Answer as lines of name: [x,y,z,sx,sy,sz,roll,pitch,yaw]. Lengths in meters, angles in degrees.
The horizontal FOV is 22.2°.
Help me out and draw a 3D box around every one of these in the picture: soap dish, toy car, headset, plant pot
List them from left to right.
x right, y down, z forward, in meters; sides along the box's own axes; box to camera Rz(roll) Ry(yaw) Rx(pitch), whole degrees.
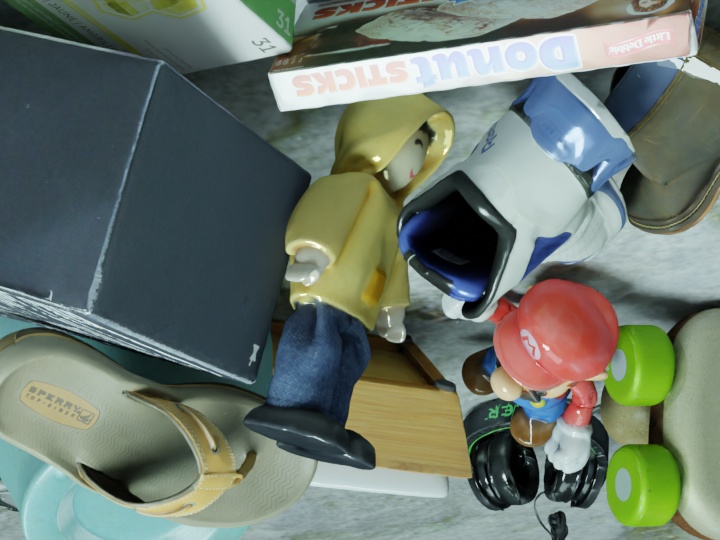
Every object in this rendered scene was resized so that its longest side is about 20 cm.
plant pot: [-0.138,0.069,1.069,0.198,0.189,0.201,-8,133,-9]
soap dish: [-0.032,0.089,1.276,0.198,0.082,0.157,9,-168,-15]
headset: [0.150,0.178,1.535,0.122,0.095,0.201,-3,146,15]
toy car: [0.223,0.115,1.318,0.163,0.159,0.200,2,171,-20]

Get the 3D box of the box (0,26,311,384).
box: [-0.155,-0.037,0.897,0.197,0.124,0.200,15,173,20]

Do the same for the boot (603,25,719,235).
boot: [0.159,-0.081,0.953,0.096,0.075,0.200,31,159,-8]

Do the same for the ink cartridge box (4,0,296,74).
ink cartridge box: [-0.066,-0.148,0.809,0.198,0.048,0.145,-7,156,29]

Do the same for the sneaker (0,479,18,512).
sneaker: [-0.273,0.194,1.653,0.115,0.076,0.199,24,151,-38]

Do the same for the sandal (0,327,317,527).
sandal: [-0.105,0.089,0.933,0.199,0.081,0.054,26,-170,-34]

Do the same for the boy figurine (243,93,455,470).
boy figurine: [0.000,0.000,0.958,0.064,0.202,0.124,9,162,28]

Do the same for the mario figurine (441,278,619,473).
mario figurine: [0.107,0.071,1.253,0.122,0.107,0.200,11,162,0]

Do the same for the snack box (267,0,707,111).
snack box: [0.059,-0.112,0.849,0.198,0.072,0.024,-6,122,20]

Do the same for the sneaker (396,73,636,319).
sneaker: [0.073,-0.032,0.943,0.115,0.081,0.199,-40,168,-3]
